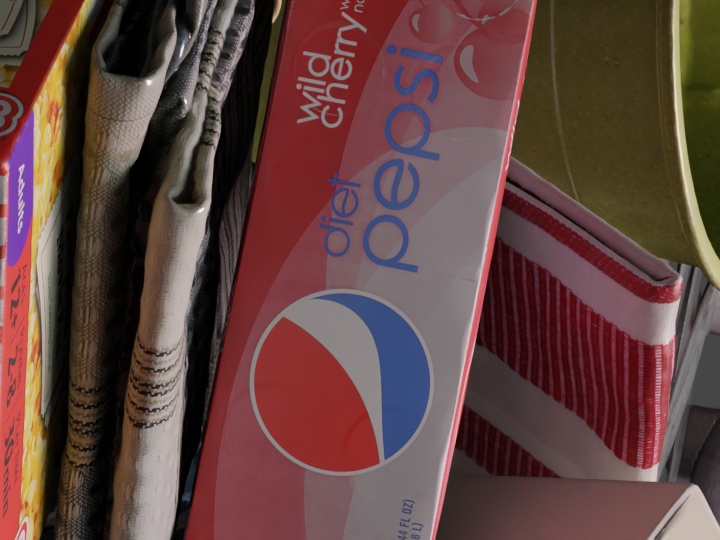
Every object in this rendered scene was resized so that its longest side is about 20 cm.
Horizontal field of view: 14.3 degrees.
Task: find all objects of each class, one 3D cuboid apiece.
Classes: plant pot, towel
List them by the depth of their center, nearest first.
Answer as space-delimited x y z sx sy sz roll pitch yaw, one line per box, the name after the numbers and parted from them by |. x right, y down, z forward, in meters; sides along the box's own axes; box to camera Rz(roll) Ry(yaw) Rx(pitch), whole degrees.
-0.043 -0.020 0.765 0.193 0.034 0.201 -74 173 -52 | towel
0.035 0.045 0.900 0.023 0.144 0.201 -32 142 -32 | towel
0.050 -0.096 1.039 0.200 0.189 0.201 3 90 -68 | plant pot

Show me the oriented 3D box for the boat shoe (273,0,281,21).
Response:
-0.065 -0.136 0.841 0.200 0.062 0.074 71 35 -64 | boat shoe

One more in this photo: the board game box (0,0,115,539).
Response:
-0.086 -0.027 0.725 0.200 0.046 0.152 -74 174 -51 | board game box

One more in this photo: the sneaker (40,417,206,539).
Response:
-0.100 0.097 0.872 0.200 0.089 0.079 -40 110 -34 | sneaker

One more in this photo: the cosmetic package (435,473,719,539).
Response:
0.028 0.121 0.880 0.073 0.199 0.104 -47 119 -37 | cosmetic package

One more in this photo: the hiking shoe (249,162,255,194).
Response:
0.030 0.004 1.088 0.200 0.100 0.076 60 -2 40 | hiking shoe

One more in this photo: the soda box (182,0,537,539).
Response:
0.000 0.000 0.795 0.063 0.070 0.201 106 -6 -84 | soda box
